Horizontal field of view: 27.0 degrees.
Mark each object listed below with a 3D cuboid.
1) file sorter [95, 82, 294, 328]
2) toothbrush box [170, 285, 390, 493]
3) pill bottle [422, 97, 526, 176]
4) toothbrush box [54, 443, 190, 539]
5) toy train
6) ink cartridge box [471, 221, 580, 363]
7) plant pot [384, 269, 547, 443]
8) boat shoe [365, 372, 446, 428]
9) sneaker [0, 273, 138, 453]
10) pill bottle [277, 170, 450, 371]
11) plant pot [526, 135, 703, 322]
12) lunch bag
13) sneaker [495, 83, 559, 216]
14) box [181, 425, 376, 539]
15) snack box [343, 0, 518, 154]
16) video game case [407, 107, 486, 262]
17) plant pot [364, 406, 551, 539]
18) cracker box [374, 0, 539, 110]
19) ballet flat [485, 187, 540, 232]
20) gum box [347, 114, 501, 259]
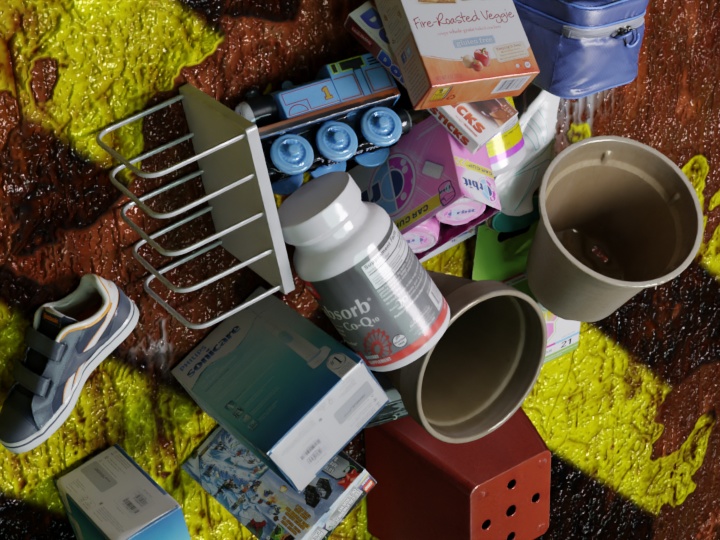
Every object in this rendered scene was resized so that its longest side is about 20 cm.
[{"bbox_3d":[-0.172,-0.061,1.540,0.124,0.139,0.200,-29,128,-22],"label":"file sorter"},{"bbox_3d":[-0.091,0.127,1.662,0.146,0.200,0.085,-45,136,-13],"label":"toothbrush box"},{"bbox_3d":[0.116,-0.208,1.710,0.104,0.104,0.200,-29,113,-26],"label":"pill bottle"},{"bbox_3d":[-0.245,0.317,1.661,0.085,0.146,0.200,-29,127,-25],"label":"toothbrush box"},{"bbox_3d":[-0.045,-0.158,1.614,0.200,0.114,0.087,-19,166,-20],"label":"toy train"},{"bbox_3d":[0.216,0.024,1.940,0.148,0.076,0.200,-21,128,-35],"label":"ink cartridge box"},{"bbox_3d":[0.094,0.083,1.811,0.200,0.173,0.200,-20,124,-32],"label":"plant pot"},{"bbox_3d":[0.069,0.157,1.898,0.200,0.069,0.057,-7,115,-23],"label":"boat shoe"},{"bbox_3d":[-0.317,0.089,1.540,0.200,0.078,0.079,-55,141,-18],"label":"sneaker"},{"bbox_3d":[0.000,0.000,1.591,0.116,0.116,0.200,-42,115,-15],"label":"pill bottle"},{"bbox_3d":[0.290,-0.031,1.829,0.200,0.201,0.184,-32,163,-23],"label":"plant pot"},{"bbox_3d":[0.233,-0.291,1.709,0.136,0.200,0.133,-21,128,-34],"label":"lunch bag"},{"bbox_3d":[0.204,-0.158,1.825,0.080,0.070,0.200,32,78,-26],"label":"sneaker"},{"bbox_3d":[-0.095,0.233,1.714,0.137,0.200,0.040,-47,140,-9],"label":"box"},{"bbox_3d":[0.076,-0.217,1.618,0.072,0.200,0.024,-41,173,-31],"label":"snack box"},{"bbox_3d":[0.100,-0.116,1.819,0.143,0.018,0.200,-28,128,-27],"label":"video game case"},{"bbox_3d":[0.138,0.270,1.946,0.200,0.176,0.200,-21,124,-30],"label":"plant pot"},{"bbox_3d":[0.092,-0.278,1.601,0.134,0.200,0.058,-11,162,-25],"label":"cracker box"},{"bbox_3d":[0.222,-0.096,1.902,0.200,0.065,0.071,-11,143,-37],"label":"ballet flat"},{"bbox_3d":[0.053,-0.079,1.672,0.066,0.114,0.200,16,143,-42],"label":"gum box"}]
